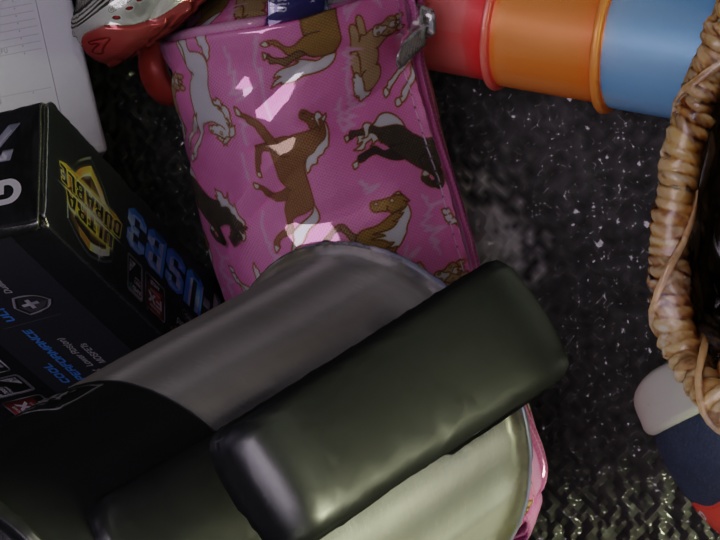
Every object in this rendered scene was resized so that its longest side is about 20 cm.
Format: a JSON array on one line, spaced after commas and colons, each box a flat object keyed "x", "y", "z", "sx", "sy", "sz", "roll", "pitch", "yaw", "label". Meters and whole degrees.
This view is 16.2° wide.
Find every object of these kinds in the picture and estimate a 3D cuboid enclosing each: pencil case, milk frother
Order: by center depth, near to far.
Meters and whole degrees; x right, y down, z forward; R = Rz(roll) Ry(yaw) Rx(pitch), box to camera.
[{"x": -0.013, "y": 0.111, "z": 0.706, "sx": 0.180, "sy": 0.188, "sz": 0.201, "roll": -11, "pitch": 102, "yaw": 42, "label": "milk frother"}, {"x": 0.000, "y": 0.000, "z": 0.828, "sx": 0.086, "sy": 0.083, "sz": 0.201, "roll": 2, "pitch": 111, "yaw": 56, "label": "pencil case"}]

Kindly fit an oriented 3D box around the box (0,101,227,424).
[{"x": -0.147, "y": 0.029, "z": 0.837, "sx": 0.197, "sy": 0.200, "sz": 0.050, "roll": -13, "pitch": 60, "yaw": 16, "label": "box"}]

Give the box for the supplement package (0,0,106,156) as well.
[{"x": -0.166, "y": -0.119, "z": 0.864, "sx": 0.113, "sy": 0.110, "sz": 0.201, "roll": -12, "pitch": 87, "yaw": -13, "label": "supplement package"}]

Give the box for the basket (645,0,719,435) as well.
[{"x": 0.155, "y": -0.039, "z": 0.674, "sx": 0.142, "sy": 0.149, "sz": 0.201, "roll": 28, "pitch": 109, "yaw": 9, "label": "basket"}]

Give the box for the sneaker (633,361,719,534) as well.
[{"x": 0.189, "y": 0.031, "z": 0.795, "sx": 0.199, "sy": 0.075, "sz": 0.085, "roll": -28, "pitch": 87, "yaw": 24, "label": "sneaker"}]

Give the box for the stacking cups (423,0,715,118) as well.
[{"x": 0.101, "y": -0.073, "z": 0.821, "sx": 0.199, "sy": 0.060, "sz": 0.061, "roll": 10, "pitch": 95, "yaw": 17, "label": "stacking cups"}]

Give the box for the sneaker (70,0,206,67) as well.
[{"x": -0.074, "y": -0.156, "z": 0.826, "sx": 0.078, "sy": 0.082, "sz": 0.201, "roll": -29, "pitch": 47, "yaw": 45, "label": "sneaker"}]

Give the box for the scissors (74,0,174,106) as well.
[{"x": -0.073, "y": -0.157, "z": 0.895, "sx": 0.014, "sy": 0.073, "sz": 0.201, "roll": -13, "pitch": 63, "yaw": 31, "label": "scissors"}]
